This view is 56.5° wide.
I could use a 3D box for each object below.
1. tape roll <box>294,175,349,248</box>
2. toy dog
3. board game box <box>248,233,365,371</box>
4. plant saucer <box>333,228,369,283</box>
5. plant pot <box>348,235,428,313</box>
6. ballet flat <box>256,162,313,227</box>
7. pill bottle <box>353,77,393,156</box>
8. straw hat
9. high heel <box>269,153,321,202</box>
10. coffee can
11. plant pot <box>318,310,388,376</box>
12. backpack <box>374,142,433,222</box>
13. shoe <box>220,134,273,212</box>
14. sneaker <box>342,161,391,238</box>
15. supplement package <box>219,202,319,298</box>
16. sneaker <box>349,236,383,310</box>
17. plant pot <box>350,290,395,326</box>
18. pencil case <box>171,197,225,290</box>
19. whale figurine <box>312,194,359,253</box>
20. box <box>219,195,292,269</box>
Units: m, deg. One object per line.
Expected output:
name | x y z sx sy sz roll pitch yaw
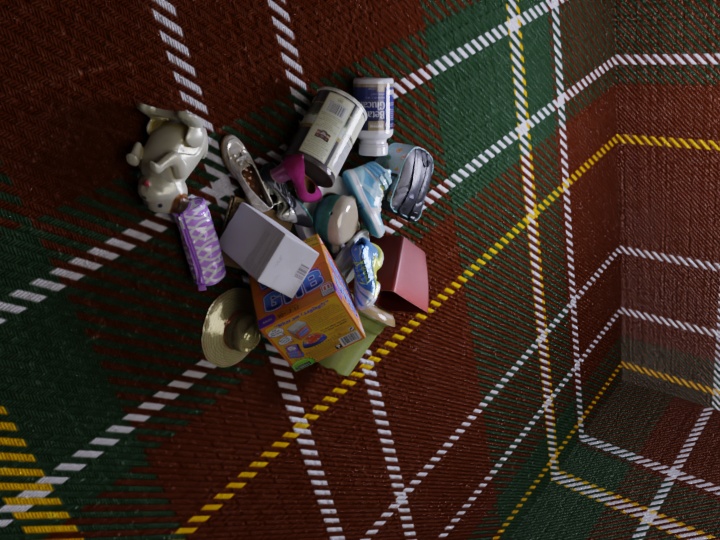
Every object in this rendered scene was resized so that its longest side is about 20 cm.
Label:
tape roll | -0.096 -0.159 1.799 0.201 0.037 0.206 -18 114 -45
toy dog | -0.401 -0.219 1.386 0.194 0.137 0.203 24 81 -80
board game box | -0.132 0.080 1.630 0.198 0.201 0.201 -25 138 5
plant saucer | -0.028 -0.019 1.824 0.201 0.050 0.200 -52 171 -11
plant pot | 0.086 0.006 1.947 0.199 0.198 0.179 32 67 -47
ballet flat | -0.193 -0.170 1.656 0.073 0.073 0.201 -48 120 -27
pill bottle | 0.035 -0.416 1.813 0.110 0.110 0.203 -18 114 -44
straw hat | -0.287 0.150 1.636 0.199 0.084 0.204 -17 113 -44
high heel | -0.126 -0.222 1.625 0.199 0.095 0.068 17 53 -60
coffee can | -0.088 -0.331 1.673 0.146 0.145 0.202 41 70 -46
plant pot | -0.047 0.181 1.857 0.199 0.199 0.186 26 93 -48
backpack | 0.116 -0.262 1.918 0.175 0.152 0.202 16 99 -51
shoe | -0.262 -0.226 1.567 0.070 0.053 0.202 -43 121 -37
sneaker | 0.048 -0.200 1.803 0.129 0.079 0.202 -30 103 -17
supplement package | -0.213 -0.049 1.527 0.119 0.199 0.122 29 95 -47
sneaker | 0.000 0.000 1.706 0.105 0.075 0.202 47 37 -36
plant pot | 0.013 0.094 1.831 0.199 0.199 0.028 28 91 -48
pencil case | -0.360 -0.064 1.491 0.086 0.083 0.203 -74 154 -60
whale figurine | -0.061 -0.126 1.766 0.200 0.102 0.161 35 71 -72
box | -0.259 -0.078 1.649 0.199 0.021 0.166 17 88 -49
